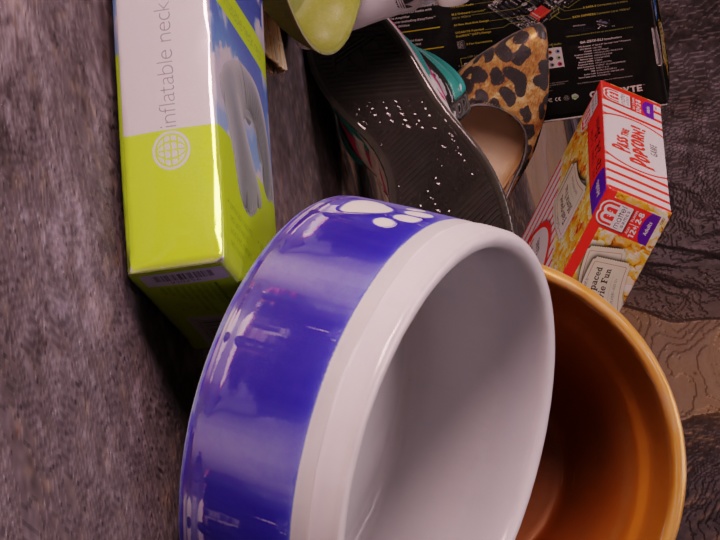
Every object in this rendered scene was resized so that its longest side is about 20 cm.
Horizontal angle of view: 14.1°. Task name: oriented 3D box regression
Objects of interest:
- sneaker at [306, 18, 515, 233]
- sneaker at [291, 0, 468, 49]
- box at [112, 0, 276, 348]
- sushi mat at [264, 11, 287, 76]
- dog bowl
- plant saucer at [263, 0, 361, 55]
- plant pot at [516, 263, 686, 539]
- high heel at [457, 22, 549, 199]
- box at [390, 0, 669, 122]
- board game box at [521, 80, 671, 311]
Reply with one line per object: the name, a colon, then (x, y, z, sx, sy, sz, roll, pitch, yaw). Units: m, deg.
sneaker: (0.038, -0.062, 1.725, 0.201, 0.083, 0.121, 63, 9, 6)
sneaker: (0.008, -0.220, 1.649, 0.075, 0.114, 0.201, 67, 17, -59)
box: (-0.071, -0.079, 1.242, 0.122, 0.047, 0.201, 57, 27, -71)
sushi mat: (-0.062, -0.209, 1.519, 0.096, 0.012, 0.201, 37, 46, -77)
dog bowl: (0.006, 0.072, 1.239, 0.200, 0.078, 0.201, -40, 137, -50)
plant saucer: (-0.034, -0.211, 1.495, 0.200, 0.031, 0.202, -2, 90, -75)
plant pot: (0.051, 0.096, 1.435, 0.183, 0.199, 0.202, 101, -18, -87)
high heel: (0.071, -0.047, 1.799, 0.201, 0.071, 0.143, -60, -165, 27)
box: (0.087, -0.169, 1.834, 0.049, 0.199, 0.161, -82, 162, -58)
board game box: (0.130, 0.003, 1.815, 0.152, 0.046, 0.201, -84, -163, -62)
